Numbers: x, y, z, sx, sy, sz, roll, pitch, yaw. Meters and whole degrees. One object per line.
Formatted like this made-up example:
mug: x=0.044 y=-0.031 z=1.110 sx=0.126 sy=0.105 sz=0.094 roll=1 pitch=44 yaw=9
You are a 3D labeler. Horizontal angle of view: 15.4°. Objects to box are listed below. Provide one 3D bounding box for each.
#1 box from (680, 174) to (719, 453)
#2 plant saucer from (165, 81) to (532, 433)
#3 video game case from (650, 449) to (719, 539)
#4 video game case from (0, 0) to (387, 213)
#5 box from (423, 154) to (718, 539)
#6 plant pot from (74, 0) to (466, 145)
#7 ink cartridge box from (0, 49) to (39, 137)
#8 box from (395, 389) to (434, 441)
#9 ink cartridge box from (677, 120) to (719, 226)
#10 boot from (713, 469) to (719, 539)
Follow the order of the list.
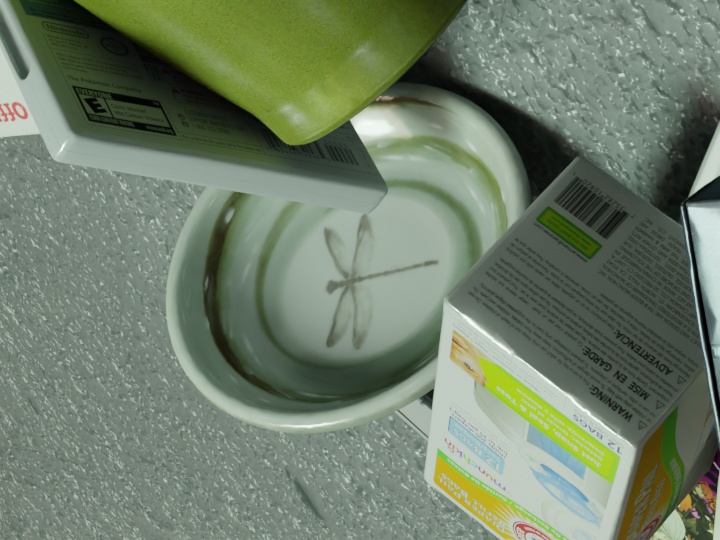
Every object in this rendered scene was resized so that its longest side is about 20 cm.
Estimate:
box: x=0.239 y=0.036 z=1.080 sx=0.200 sy=0.051 sz=0.158 roll=-1 pitch=108 yaw=32
plant saucer: x=0.000 y=0.000 z=1.336 sx=0.200 sy=0.200 sz=0.050 roll=24 pitch=164 yaw=38
video game case: x=0.185 y=0.159 z=1.411 sx=0.200 sy=0.036 sz=0.181 roll=52 pitch=149 yaw=-3
video game case: x=-0.098 y=-0.110 z=1.296 sx=0.022 sy=0.200 sz=0.182 roll=-50 pitch=51 yaw=30
box: x=0.106 y=0.057 z=1.240 sx=0.112 sy=0.101 sz=0.200 roll=38 pitch=157 yaw=16
plant pot: x=-0.052 y=-0.168 z=1.238 sx=0.193 sy=0.200 sz=0.200 roll=46 pitch=152 yaw=-16
ink cartridge box: x=-0.232 y=-0.179 z=1.549 sx=0.145 sy=0.083 sz=0.200 roll=0 pitch=124 yaw=53
box: x=0.017 y=0.006 z=1.443 sx=0.200 sy=0.060 sz=0.117 roll=42 pitch=149 yaw=15
ink cartridge box: x=0.244 y=-0.017 z=1.148 sx=0.200 sy=0.047 sz=0.160 roll=26 pitch=145 yaw=8
boot: x=0.243 y=0.117 z=1.271 sx=0.144 sy=0.072 sz=0.200 roll=9 pitch=118 yaw=16
